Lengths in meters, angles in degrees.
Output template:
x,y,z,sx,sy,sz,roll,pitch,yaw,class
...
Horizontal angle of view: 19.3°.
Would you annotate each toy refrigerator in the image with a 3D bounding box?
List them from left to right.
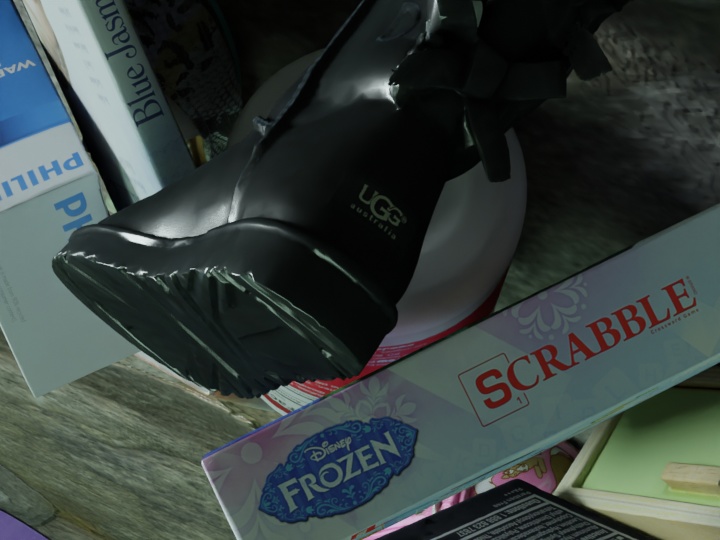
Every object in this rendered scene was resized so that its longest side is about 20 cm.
x,y,z,sx,sy,sz,roll,pitch,yaw,class
0.165,0.084,0.820,0.070,0.076,0.200,43,161,-23,toy refrigerator

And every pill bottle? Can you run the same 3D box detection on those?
x,y,z,sx,sy,sz,roll,pitch,yaw,class
0.000,0.000,0.841,0.112,0.112,0.200,32,162,8,pill bottle

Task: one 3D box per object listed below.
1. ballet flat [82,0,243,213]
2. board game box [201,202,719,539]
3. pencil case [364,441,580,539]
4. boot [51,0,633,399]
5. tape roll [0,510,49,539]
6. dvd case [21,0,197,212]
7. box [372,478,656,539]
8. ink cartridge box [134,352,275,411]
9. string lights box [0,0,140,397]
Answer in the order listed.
x,y,z,sx,sy,sz,roll,pitch,yaw,class
-0.087,-0.059,0.917,0.072,0.072,0.200,31,161,11,ballet flat
0.049,0.041,0.686,0.041,0.199,0.200,64,174,7,board game box
0.055,0.132,1.117,0.086,0.083,0.200,37,162,-8,pencil case
-0.005,-0.045,0.660,0.073,0.163,0.198,41,161,-19,boot
-0.376,0.356,2.402,0.200,0.085,0.200,32,161,12,tape roll
-0.102,-0.085,0.785,0.201,0.018,0.143,67,167,-14,dvd case
0.068,0.185,0.768,0.198,0.200,0.124,19,114,39,box
-0.088,0.021,1.050,0.162,0.050,0.200,26,177,23,ink cartridge box
-0.151,-0.056,0.883,0.103,0.059,0.200,76,168,-46,string lights box
